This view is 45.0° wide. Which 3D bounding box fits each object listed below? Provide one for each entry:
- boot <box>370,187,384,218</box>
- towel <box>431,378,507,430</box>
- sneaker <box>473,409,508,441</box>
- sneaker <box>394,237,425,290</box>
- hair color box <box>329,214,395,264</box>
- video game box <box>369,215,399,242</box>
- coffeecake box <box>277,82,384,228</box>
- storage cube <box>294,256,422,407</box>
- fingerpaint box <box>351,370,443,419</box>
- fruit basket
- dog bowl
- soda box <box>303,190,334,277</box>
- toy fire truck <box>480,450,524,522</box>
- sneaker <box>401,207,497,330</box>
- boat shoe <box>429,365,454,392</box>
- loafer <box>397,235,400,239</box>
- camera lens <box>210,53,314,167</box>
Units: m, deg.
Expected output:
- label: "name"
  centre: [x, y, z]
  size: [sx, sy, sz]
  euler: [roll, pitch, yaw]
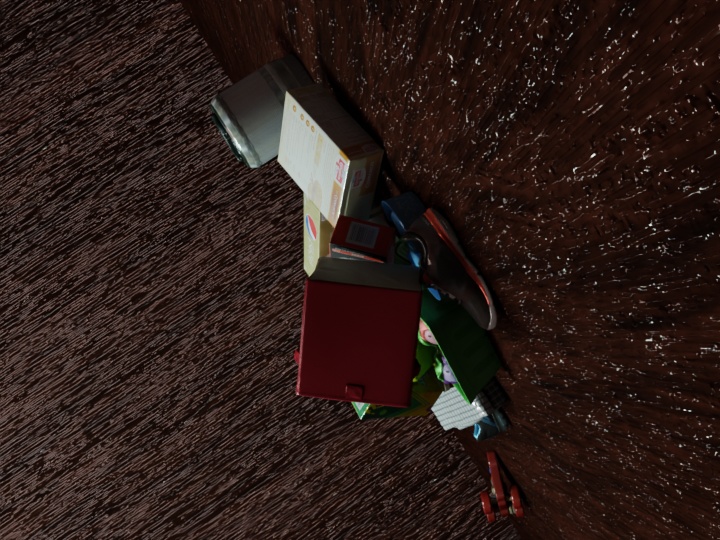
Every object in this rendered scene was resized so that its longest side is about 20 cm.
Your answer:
- label: "boot"
  centre: [-0.031, -0.202, 1.634]
  size: [0.200, 0.073, 0.151]
  euler: [55, 174, 43]
- label: "towel"
  centre: [0.202, 0.236, 1.796]
  size: [0.166, 0.085, 0.200]
  euler: [56, 154, 7]
- label: "sneaker"
  centre: [0.243, 0.277, 1.890]
  size: [0.201, 0.081, 0.073]
  euler: [59, 179, -1]
- label: "sneaker"
  centre: [0.111, 0.031, 1.601]
  size: [0.201, 0.085, 0.078]
  euler: [58, 176, -13]
- label: "hair color box"
  centre: [0.004, -0.008, 1.491]
  size: [0.101, 0.062, 0.201]
  euler: [14, 152, 9]
- label: "video game box"
  centre: [0.024, -0.022, 1.731]
  size: [0.201, 0.047, 0.183]
  euler: [53, 150, 17]
- label: "coffeecake box"
  centre: [-0.055, -0.194, 1.479]
  size: [0.200, 0.073, 0.154]
  euler: [50, 145, 31]
- label: "storage cube"
  centre: [0.001, 0.089, 1.341]
  size: [0.171, 0.198, 0.182]
  euler: [-70, -13, -77]
- label: "fingerpaint box"
  centre: [0.038, 0.184, 1.674]
  size: [0.166, 0.074, 0.201]
  euler: [4, -141, -37]
- label: "fruit basket"
  centre: [0.120, 0.143, 1.543]
  size: [0.216, 0.215, 0.156]
  euler: [60, 175, -30]
- label: "dog bowl"
  centre: [0.102, -0.044, 1.416]
  size: [0.201, 0.049, 0.112]
  euler: [60, 175, -33]
- label: "soda box"
  centre: [-0.064, -0.062, 1.604]
  size: [0.068, 0.064, 0.201]
  euler: [54, 152, 38]
- label: "toy fire truck"
  centre: [0.410, 0.638, 2.564]
  size: [0.200, 0.111, 0.169]
  euler: [65, -165, -56]
- label: "sneaker"
  centre: [0.127, 0.010, 1.284]
  size: [0.201, 0.082, 0.077]
  euler: [58, 176, -2]
- label: "boat shoe"
  centre: [0.142, 0.138, 1.689]
  size: [0.201, 0.062, 0.071]
  euler: [60, 168, 21]
- label: "loafer"
  centre: [0.054, -0.055, 1.775]
  size: [0.199, 0.072, 0.073]
  euler: [22, 129, 51]
- label: "camera lens"
  centre: [-0.183, -0.312, 1.717]
  size: [0.161, 0.199, 0.160]
  euler: [57, 176, 6]
